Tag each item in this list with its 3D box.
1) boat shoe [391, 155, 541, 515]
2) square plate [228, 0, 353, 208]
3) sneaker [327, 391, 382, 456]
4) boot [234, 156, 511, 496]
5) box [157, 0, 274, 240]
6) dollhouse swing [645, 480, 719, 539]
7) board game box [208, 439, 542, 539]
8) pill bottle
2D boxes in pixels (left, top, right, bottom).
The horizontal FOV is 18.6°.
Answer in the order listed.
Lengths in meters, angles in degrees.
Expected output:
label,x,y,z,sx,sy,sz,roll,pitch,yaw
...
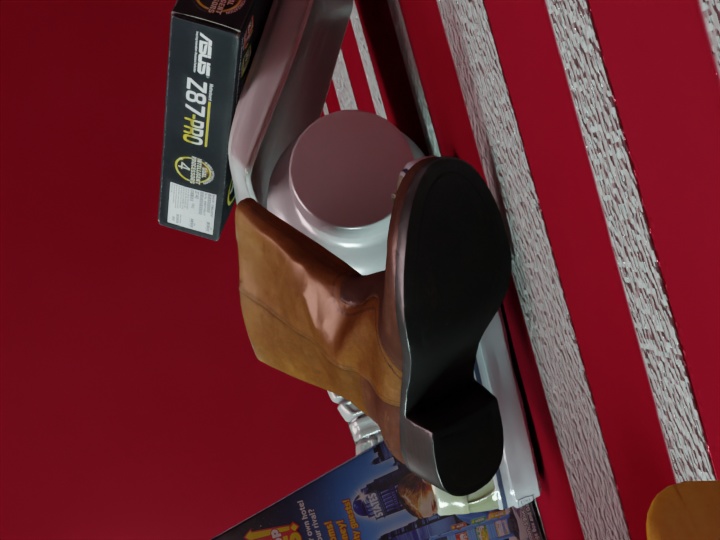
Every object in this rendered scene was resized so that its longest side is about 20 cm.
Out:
label,x,y,z,sx,sy,sz,roll,pitch,yaw
boat shoe,0.046,0.039,1.202,0.072,0.062,0.201,174,81,-86
square plate,-0.044,-0.119,1.373,0.200,0.028,0.199,90,-163,-73
sneaker,0.029,0.161,1.980,0.091,0.077,0.201,38,-143,-70
boot,0.000,0.000,1.158,0.200,0.068,0.189,34,143,49
box,-0.078,-0.141,1.366,0.200,0.049,0.162,100,-173,-52
dollhouse swing,0.077,0.176,0.521,0.182,0.175,0.201,-111,8,-55
board game box,0.011,0.188,1.290,0.062,0.199,0.201,100,155,-79
pill bottle,-0.004,-0.030,1.346,0.200,0.104,0.105,91,163,-73
